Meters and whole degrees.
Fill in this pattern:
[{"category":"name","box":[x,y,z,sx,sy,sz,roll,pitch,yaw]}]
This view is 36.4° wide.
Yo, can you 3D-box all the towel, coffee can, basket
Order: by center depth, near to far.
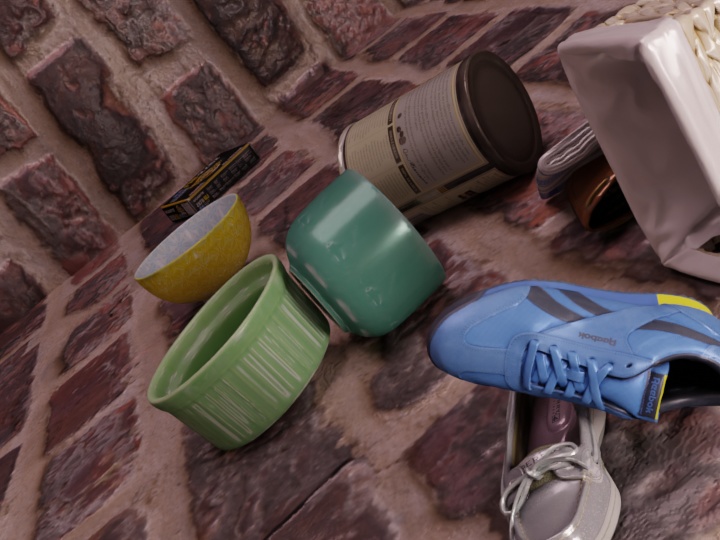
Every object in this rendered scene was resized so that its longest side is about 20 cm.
[{"category":"basket","box":[0.254,-0.107,0.781,0.123,0.202,0.135,-35,17,-9]},{"category":"towel","box":[0.228,-0.122,1.032,0.146,0.024,0.200,-37,-9,5]},{"category":"coffee can","box":[0.091,-0.146,1.278,0.198,0.147,0.147,-24,22,37]}]

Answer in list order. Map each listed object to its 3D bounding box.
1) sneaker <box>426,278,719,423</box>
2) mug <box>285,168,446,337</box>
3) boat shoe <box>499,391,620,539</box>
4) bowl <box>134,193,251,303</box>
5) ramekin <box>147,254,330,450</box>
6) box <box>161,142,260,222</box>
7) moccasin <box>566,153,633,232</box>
[{"category":"sneaker","box":[0.141,0.054,0.675,0.196,0.067,0.079,2,31,-6]},{"category":"mug","box":[0.003,0.002,1.119,0.114,0.186,0.152,-42,42,-6]},{"category":"boat shoe","box":[0.120,0.115,0.699,0.074,0.065,0.203,-28,19,26]},{"category":"bowl","box":[-0.231,-0.011,1.643,0.199,0.108,0.201,-34,17,12]},{"category":"ramekin","box":[-0.123,0.090,1.151,0.200,0.098,0.201,-42,17,16]},{"category":"box","box":[-0.329,-0.192,2.396,0.200,0.050,0.159,-47,17,-25]},{"category":"moccasin","box":[0.270,-0.104,0.945,0.200,0.074,0.078,-31,30,12]}]
